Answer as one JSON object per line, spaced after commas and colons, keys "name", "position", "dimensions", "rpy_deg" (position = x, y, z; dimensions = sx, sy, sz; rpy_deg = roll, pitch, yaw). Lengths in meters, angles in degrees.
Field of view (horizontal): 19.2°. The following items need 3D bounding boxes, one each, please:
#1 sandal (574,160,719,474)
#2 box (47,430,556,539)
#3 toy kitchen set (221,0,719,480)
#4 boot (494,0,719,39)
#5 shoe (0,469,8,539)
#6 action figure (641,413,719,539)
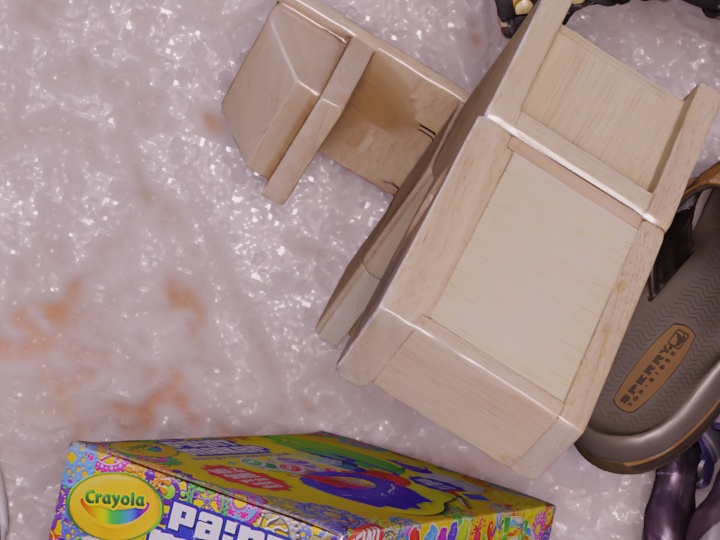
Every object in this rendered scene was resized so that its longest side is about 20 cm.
{"name": "sandal", "position": [0.148, -0.007, 0.889], "dimensions": [0.200, 0.082, 0.055], "rpy_deg": [-50, 131, -9]}
{"name": "box", "position": [-0.034, 0.171, 0.839], "dimensions": [0.121, 0.200, 0.194], "rpy_deg": [15, 95, 27]}
{"name": "toy kitchen set", "position": [0.000, 0.000, 0.813], "dimensions": [0.163, 0.200, 0.181], "rpy_deg": [31, 50, -3]}
{"name": "boot", "position": [0.128, -0.112, 0.829], "dimensions": [0.150, 0.073, 0.201], "rpy_deg": [-8, 109, 8]}
{"name": "shoe", "position": [-0.193, 0.154, 0.901], "dimensions": [0.071, 0.091, 0.201], "rpy_deg": [6, 94, -2]}
{"name": "action figure", "position": [0.137, 0.126, 0.896], "dimensions": [0.069, 0.130, 0.201], "rpy_deg": [26, 78, -28]}
